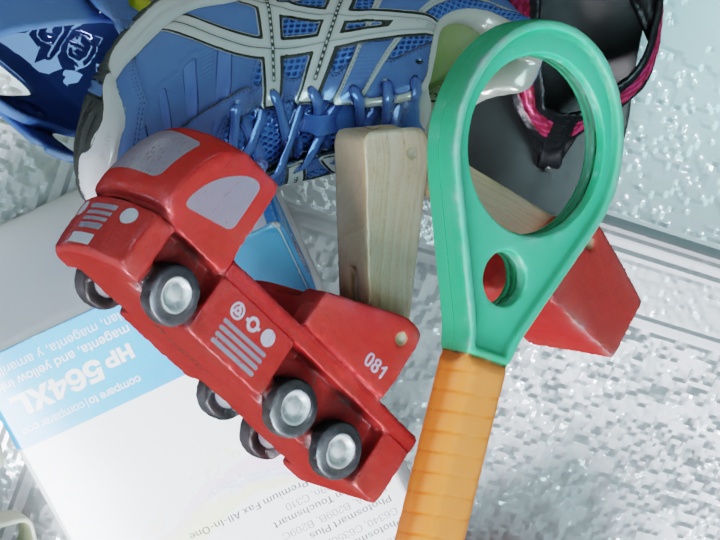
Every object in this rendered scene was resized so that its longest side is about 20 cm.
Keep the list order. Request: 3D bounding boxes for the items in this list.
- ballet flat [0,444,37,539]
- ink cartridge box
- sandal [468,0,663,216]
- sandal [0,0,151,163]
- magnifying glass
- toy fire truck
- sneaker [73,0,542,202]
[{"bbox_3d":[-0.168,0.098,1.087,0.064,0.067,0.201,-28,118,-27],"label":"ballet flat"},{"bbox_3d":[-0.055,0.068,1.047,0.125,0.129,0.200,-24,113,1],"label":"ink cartridge box"},{"bbox_3d":[0.087,-0.100,1.046,0.075,0.045,0.201,14,109,-15],"label":"sandal"},{"bbox_3d":[-0.141,-0.095,0.991,0.199,0.087,0.080,22,109,-15],"label":"sandal"},{"bbox_3d":[0.045,0.010,0.934,0.079,0.022,0.201,20,83,-38],"label":"magnifying glass"},{"bbox_3d":[0.000,0.000,0.942,0.200,0.049,0.141,45,69,-33],"label":"toy fire truck"},{"bbox_3d":[-0.017,-0.069,0.974,0.200,0.077,0.076,-29,134,-34],"label":"sneaker"}]
